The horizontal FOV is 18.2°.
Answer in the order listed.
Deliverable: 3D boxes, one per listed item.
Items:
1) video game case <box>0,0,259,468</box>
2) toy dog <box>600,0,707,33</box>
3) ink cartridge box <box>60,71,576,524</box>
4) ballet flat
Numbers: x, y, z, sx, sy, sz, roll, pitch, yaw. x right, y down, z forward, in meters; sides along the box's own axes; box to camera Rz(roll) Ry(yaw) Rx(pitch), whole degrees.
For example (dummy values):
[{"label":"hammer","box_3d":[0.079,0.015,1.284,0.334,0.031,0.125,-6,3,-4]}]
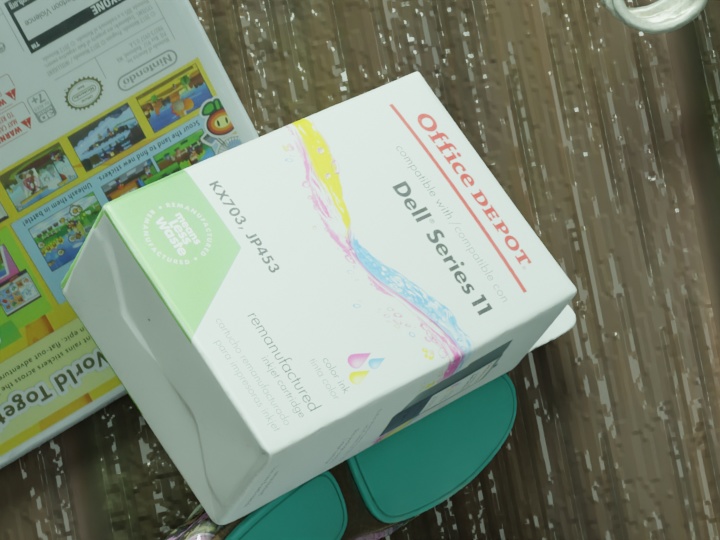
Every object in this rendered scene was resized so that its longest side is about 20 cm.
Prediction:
[{"label":"video game case","box_3d":[-0.138,-0.025,0.904,0.199,0.023,0.183,-31,113,-8]},{"label":"toy dog","box_3d":[0.176,-0.183,0.961,0.131,0.096,0.202,16,98,-6]},{"label":"ink cartridge box","box_3d":[0.000,0.000,0.877,0.199,0.067,0.117,-26,73,-34]},{"label":"ballet flat","box_3d":[-0.020,0.086,0.906,0.200,0.071,0.070,-36,114,-39]}]
